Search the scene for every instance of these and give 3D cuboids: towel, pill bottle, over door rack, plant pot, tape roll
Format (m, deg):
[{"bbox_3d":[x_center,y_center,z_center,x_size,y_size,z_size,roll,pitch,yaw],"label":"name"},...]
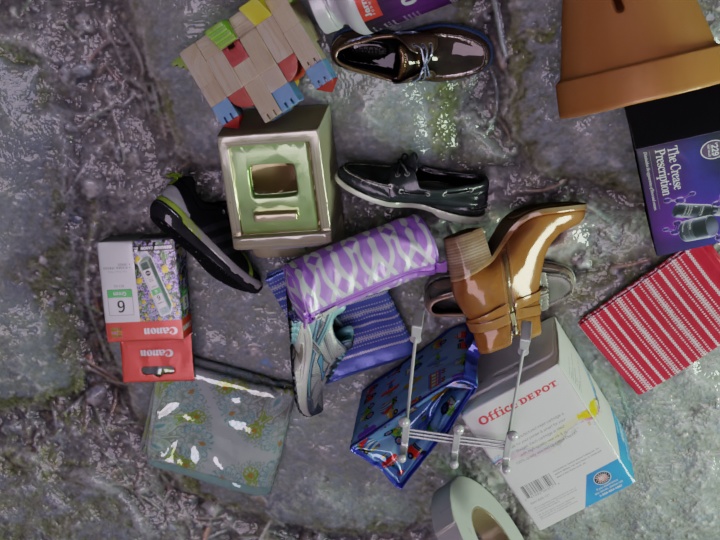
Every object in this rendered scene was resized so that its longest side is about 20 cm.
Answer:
[{"bbox_3d":[-0.025,0.060,1.780,0.143,0.024,0.201,-17,127,13],"label":"towel"},{"bbox_3d":[-0.201,0.214,1.885,0.197,0.048,0.173,15,115,0],"label":"towel"},{"bbox_3d":[0.038,-0.345,1.572,0.198,0.113,0.114,-19,111,14],"label":"pill bottle"},{"bbox_3d":[0.122,0.155,1.642,0.145,0.067,0.203,7,115,3],"label":"over door rack"},{"bbox_3d":[0.311,-0.263,1.544,0.197,0.200,0.142,-11,96,11],"label":"plant pot"},{"bbox_3d":[0.169,0.373,1.827,0.037,0.203,0.203,-36,105,20],"label":"tape roll"},{"bbox_3d":[0.401,0.061,1.759,0.199,0.023,0.145,-37,107,22],"label":"towel"}]

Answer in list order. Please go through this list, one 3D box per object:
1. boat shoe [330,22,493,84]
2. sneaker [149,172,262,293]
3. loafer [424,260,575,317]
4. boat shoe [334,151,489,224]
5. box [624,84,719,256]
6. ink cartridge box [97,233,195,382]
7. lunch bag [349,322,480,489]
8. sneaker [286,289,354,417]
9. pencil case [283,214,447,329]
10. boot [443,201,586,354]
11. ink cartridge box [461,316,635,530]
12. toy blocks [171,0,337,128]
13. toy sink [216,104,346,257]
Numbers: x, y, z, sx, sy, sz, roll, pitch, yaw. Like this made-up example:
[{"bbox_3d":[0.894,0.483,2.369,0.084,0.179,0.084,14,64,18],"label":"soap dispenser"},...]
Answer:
[{"bbox_3d":[0.061,-0.254,1.631,0.197,0.073,0.073,0,114,7],"label":"boat shoe"},{"bbox_3d":[-0.183,-0.049,1.752,0.200,0.071,0.083,45,70,-32],"label":"sneaker"},{"bbox_3d":[0.179,0.034,1.750,0.197,0.063,0.073,-5,114,9],"label":"loafer"},{"bbox_3d":[0.069,-0.114,1.689,0.197,0.075,0.067,16,121,-4],"label":"boat shoe"},{"bbox_3d":[0.400,-0.118,1.605,0.139,0.080,0.201,-14,140,11],"label":"box"},{"bbox_3d":[-0.282,0.055,1.800,0.107,0.050,0.203,-2,100,8],"label":"ink cartridge box"},{"bbox_3d":[0.087,0.157,1.768,0.094,0.151,0.200,38,113,-11],"label":"lunch bag"},{"bbox_3d":[-0.049,0.109,1.760,0.085,0.078,0.202,-4,127,-3],"label":"sneaker"},{"bbox_3d":[0.000,0.000,1.669,0.198,0.086,0.084,-24,139,-11],"label":"pencil case"},{"bbox_3d":[0.208,0.005,1.688,0.198,0.077,0.157,-21,98,-18],"label":"boot"},{"bbox_3d":[0.242,0.196,1.769,0.146,0.145,0.201,-29,108,16],"label":"ink cartridge box"},{"bbox_3d":[-0.117,-0.242,1.626,0.199,0.100,0.138,-30,94,18],"label":"toy blocks"},{"bbox_3d":[-0.096,-0.092,1.700,0.128,0.112,0.203,-2,114,8],"label":"toy sink"}]
